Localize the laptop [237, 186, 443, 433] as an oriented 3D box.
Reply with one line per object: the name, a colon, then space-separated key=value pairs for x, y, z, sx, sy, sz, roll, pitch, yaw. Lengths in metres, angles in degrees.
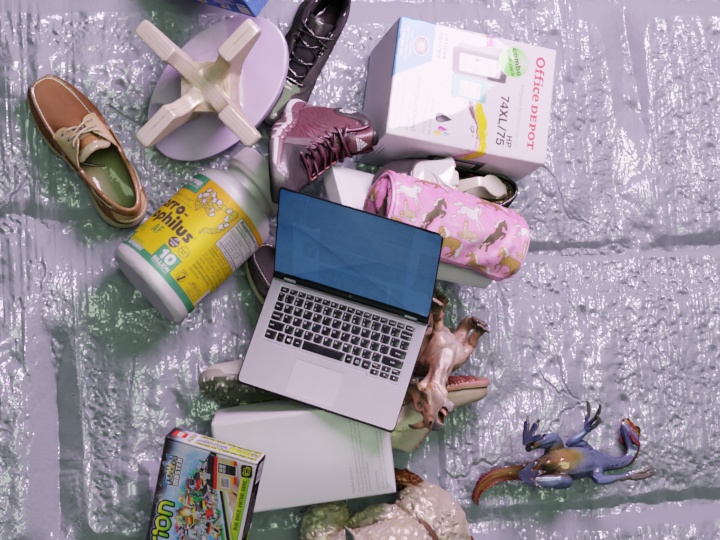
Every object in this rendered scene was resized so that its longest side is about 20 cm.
laptop: x=-0.025 y=0.044 z=1.409 sx=0.186 sy=0.116 sz=0.201 roll=17 pitch=77 yaw=11

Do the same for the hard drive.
hard drive: x=0.056 y=-0.051 z=1.537 sx=0.199 sy=0.027 sz=0.133 roll=11 pitch=46 yaw=-31

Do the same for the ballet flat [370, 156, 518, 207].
ballet flat: x=0.107 y=-0.103 z=1.544 sx=0.199 sy=0.068 sz=0.069 roll=2 pitch=75 yaw=-37

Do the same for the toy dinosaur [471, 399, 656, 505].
toy dinosaur: x=0.262 y=0.224 z=1.610 sx=0.181 sy=0.199 sz=0.106 roll=15 pitch=60 yaw=-46

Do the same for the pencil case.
pencil case: x=0.099 y=-0.047 z=1.480 sx=0.199 sy=0.083 sz=0.087 roll=14 pitch=118 yaw=-27

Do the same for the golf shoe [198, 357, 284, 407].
golf shoe: x=-0.095 y=0.110 z=1.541 sx=0.198 sy=0.078 sz=0.098 roll=0 pitch=59 yaw=-15

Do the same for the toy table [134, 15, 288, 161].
toy table: x=-0.175 y=-0.213 z=1.502 sx=0.183 sy=0.117 sz=0.201 roll=34 pitch=96 yaw=3

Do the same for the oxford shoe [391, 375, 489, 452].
oxford shoe: x=0.064 y=0.176 z=1.564 sx=0.198 sy=0.071 sz=0.074 roll=-16 pitch=93 yaw=-6

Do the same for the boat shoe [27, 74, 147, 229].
boat shoe: x=-0.310 y=-0.143 z=1.512 sx=0.075 sy=0.074 sz=0.201 roll=-38 pitch=92 yaw=-16

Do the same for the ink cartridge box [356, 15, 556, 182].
ink cartridge box: x=0.115 y=-0.199 z=1.585 sx=0.198 sy=0.146 sz=0.148 roll=9 pitch=80 yaw=-13

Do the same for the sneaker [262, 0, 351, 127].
sneaker: x=-0.070 y=-0.266 z=1.580 sx=0.076 sy=0.091 sz=0.201 roll=25 pitch=78 yaw=-12

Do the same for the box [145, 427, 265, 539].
box: x=-0.178 y=0.285 z=1.445 sx=0.109 sy=0.035 sz=0.202 roll=14 pitch=103 yaw=9

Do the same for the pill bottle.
pill bottle: x=-0.177 y=-0.046 z=1.510 sx=0.200 sy=0.113 sz=0.113 roll=-44 pitch=93 yaw=-15

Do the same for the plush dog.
plush dog: x=0.055 y=0.315 z=1.510 sx=0.171 sy=0.160 sz=0.201 roll=-36 pitch=91 yaw=-39

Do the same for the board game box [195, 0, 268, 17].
board game box: x=-0.160 y=-0.377 z=1.536 sx=0.136 sy=0.199 sz=0.034 roll=-57 pitch=141 yaw=-15

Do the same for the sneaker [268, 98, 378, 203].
sneaker: x=-0.039 y=-0.141 z=1.478 sx=0.114 sy=0.201 sz=0.076 roll=2 pitch=123 yaw=6

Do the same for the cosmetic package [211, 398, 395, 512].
cosmetic package: x=-0.064 y=0.204 z=1.485 sx=0.198 sy=0.081 sz=0.114 roll=-6 pitch=98 yaw=1

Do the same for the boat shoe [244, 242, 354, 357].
boat shoe: x=-0.063 y=0.036 z=1.518 sx=0.071 sy=0.066 sz=0.201 roll=-22 pitch=62 yaw=-31

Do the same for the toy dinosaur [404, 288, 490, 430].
toy dinosaur: x=0.080 y=0.102 z=1.525 sx=0.086 sy=0.200 sz=0.136 roll=32 pitch=97 yaw=-3
